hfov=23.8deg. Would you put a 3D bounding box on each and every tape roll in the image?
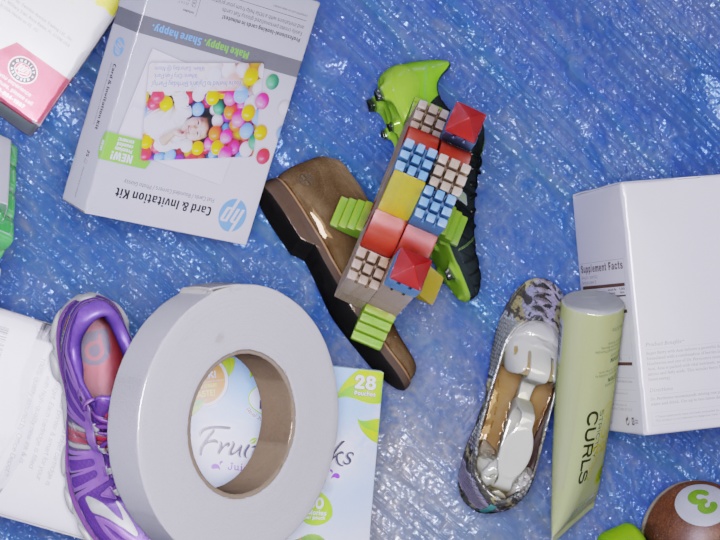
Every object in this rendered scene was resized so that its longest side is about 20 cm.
[{"bbox_3d":[-0.096,0.109,1.239,0.202,0.037,0.205,-2,93,-46],"label":"tape roll"}]

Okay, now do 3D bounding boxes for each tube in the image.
[{"bbox_3d":[0.180,0.117,1.378,0.058,0.052,0.202,-3,112,-15],"label":"tube"}]

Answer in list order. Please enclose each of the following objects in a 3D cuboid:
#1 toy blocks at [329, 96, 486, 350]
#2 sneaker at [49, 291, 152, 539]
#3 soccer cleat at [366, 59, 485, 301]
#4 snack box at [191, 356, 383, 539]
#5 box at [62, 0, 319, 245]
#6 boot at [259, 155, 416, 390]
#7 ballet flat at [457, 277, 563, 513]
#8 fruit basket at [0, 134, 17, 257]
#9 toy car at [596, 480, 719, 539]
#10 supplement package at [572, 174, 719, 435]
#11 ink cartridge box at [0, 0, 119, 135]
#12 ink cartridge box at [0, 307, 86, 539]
[{"bbox_3d":[0.040,-0.051,1.279,0.099,0.137,0.201,23,76,-3],"label":"toy blocks"},{"bbox_3d":[-0.182,0.116,1.228,0.080,0.083,0.202,-15,93,-14],"label":"sneaker"},{"bbox_3d":[0.072,-0.076,1.393,0.081,0.067,0.201,-18,89,-15],"label":"soccer cleat"},{"bbox_3d":[-0.076,0.170,1.346,0.167,0.068,0.202,5,85,-13],"label":"snack box"},{"bbox_3d":[-0.128,-0.130,1.302,0.155,0.041,0.201,11,101,-41],"label":"box"},{"bbox_3d":[0.000,0.000,1.372,0.075,0.074,0.201,-31,92,-20],"label":"boot"},{"bbox_3d":[0.135,0.103,1.397,0.072,0.072,0.202,18,84,-12],"label":"ballet flat"},{"bbox_3d":[-0.343,-0.076,1.230,0.199,0.186,0.094,30,124,-32],"label":"fruit basket"},{"bbox_3d":[0.311,0.251,1.365,0.163,0.200,0.159,-21,93,-13],"label":"toy car"},{"bbox_3d":[0.256,0.027,1.403,0.120,0.120,0.202,-4,89,-13],"label":"supplement package"},{"bbox_3d":[-0.252,-0.228,1.311,0.145,0.083,0.201,35,81,-10],"label":"ink cartridge box"},{"bbox_3d":[-0.261,0.109,1.294,0.199,0.086,0.148,19,83,-14],"label":"ink cartridge box"}]
